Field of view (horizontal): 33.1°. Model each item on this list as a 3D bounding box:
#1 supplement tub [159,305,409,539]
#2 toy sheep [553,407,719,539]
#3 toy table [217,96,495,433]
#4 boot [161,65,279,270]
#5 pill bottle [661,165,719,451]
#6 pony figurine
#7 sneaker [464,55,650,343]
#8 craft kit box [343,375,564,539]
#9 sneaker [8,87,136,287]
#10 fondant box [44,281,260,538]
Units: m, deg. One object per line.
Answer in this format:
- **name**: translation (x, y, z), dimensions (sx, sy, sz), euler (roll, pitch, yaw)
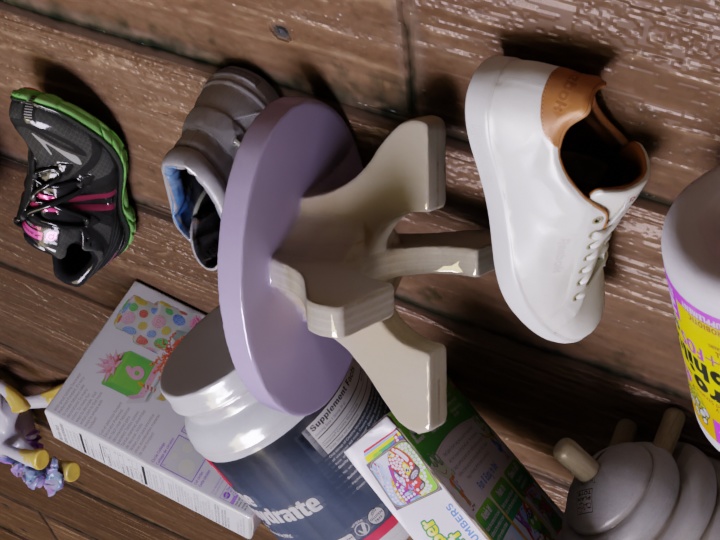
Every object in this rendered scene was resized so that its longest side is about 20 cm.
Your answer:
- **supplement tub**: translation (-0.044, 0.121, 0.926), dimensions (0.140, 0.140, 0.200), euler (-10, 126, 48)
- **toy sheep**: translation (0.205, 0.175, 0.830), dimensions (0.200, 0.138, 0.138), euler (38, 149, -11)
- **toy table**: translation (0.000, 0.000, 0.730), dimensions (0.117, 0.184, 0.201), euler (11, 122, 36)
- **boot**: translation (-0.082, -0.034, 0.813), dimensions (0.073, 0.096, 0.200), euler (15, 146, 26)
- **pill bottle**: translation (0.225, 0.041, 0.644), dimensions (0.104, 0.104, 0.200), euler (10, 143, 32)
- **pony figurine**: translation (-0.418, 0.190, 1.416), dimensions (0.199, 0.166, 0.194), euler (14, 114, 33)
- **sneaker**: translation (0.120, -0.026, 0.669), dimensions (0.084, 0.073, 0.200), euler (11, 143, 34)
- **craft kit box**: translation (0.089, 0.171, 0.842), dimensions (0.198, 0.048, 0.200), euler (53, -166, 7)
- **sneaker**: translation (-0.221, -0.057, 0.915), dimensions (0.076, 0.084, 0.200), euler (19, 148, 19)
- **fondant box**: translation (-0.146, 0.118, 1.044), dimensions (0.199, 0.145, 0.058), euler (26, 151, 9)
